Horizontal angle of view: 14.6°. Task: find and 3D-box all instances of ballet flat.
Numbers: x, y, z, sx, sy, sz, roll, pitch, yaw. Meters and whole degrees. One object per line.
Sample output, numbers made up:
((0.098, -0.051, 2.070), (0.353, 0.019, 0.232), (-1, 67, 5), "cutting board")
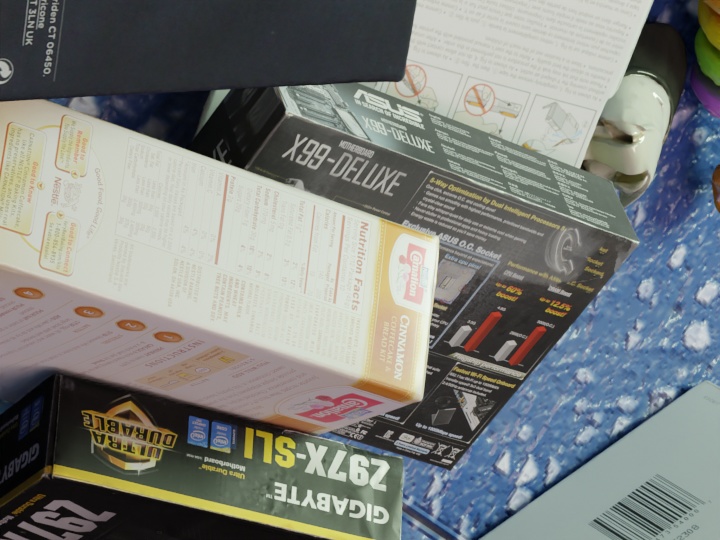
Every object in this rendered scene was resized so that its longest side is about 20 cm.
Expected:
((0.101, -0.050, 1.369), (0.200, 0.068, 0.068), (-36, 128, -20), "ballet flat")

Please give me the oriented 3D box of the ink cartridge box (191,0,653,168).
((0.028, -0.109, 1.272), (0.200, 0.044, 0.174), (13, 108, -27), "ink cartridge box")

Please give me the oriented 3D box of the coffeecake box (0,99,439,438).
((-0.094, 0.008, 1.108), (0.200, 0.153, 0.073), (19, 67, -29), "coffeecake box")

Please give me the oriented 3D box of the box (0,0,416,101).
((-0.107, -0.148, 1.068), (0.198, 0.200, 0.123), (-7, 114, -36), "box")

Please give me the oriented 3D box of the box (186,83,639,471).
((0.000, 0.000, 1.262), (0.200, 0.050, 0.158), (18, 124, -31), "box")

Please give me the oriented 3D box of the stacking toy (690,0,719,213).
((0.208, -0.111, 1.416), (0.116, 0.110, 0.200), (-36, 145, -45), "stacking toy")

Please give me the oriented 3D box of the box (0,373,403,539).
((-0.099, 0.111, 1.189), (0.159, 0.200, 0.049), (17, 62, -25), "box")

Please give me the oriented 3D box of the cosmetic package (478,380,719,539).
((0.168, 0.205, 1.506), (0.199, 0.123, 0.200), (-32, 126, -23), "cosmetic package")
